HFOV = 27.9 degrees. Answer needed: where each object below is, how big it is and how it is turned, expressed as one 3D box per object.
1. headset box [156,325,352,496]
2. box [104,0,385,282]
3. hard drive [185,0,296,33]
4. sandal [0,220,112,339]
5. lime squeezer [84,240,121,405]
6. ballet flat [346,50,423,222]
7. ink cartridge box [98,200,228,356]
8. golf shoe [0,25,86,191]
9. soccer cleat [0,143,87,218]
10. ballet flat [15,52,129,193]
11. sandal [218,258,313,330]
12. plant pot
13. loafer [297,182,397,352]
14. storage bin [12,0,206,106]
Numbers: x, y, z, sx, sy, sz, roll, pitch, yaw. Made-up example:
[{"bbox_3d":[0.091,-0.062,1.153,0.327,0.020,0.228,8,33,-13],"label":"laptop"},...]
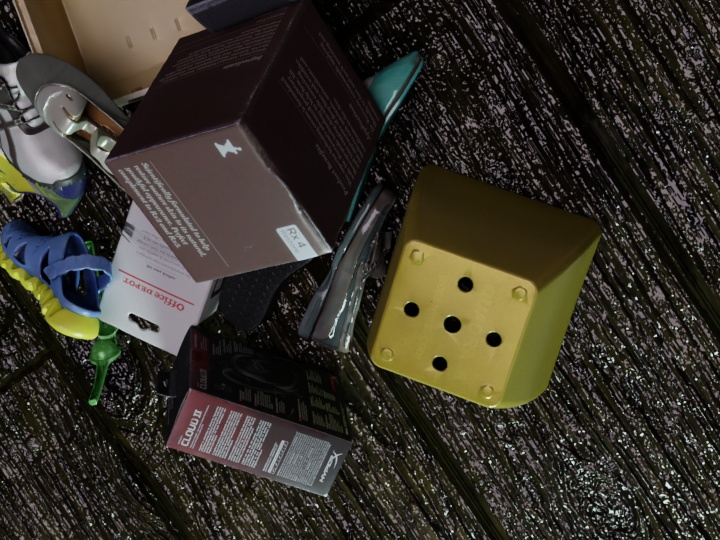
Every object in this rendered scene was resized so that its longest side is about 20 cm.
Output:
[{"bbox_3d":[-0.118,0.143,1.526,0.200,0.149,0.077,19,110,-15],"label":"headset box"},{"bbox_3d":[-0.104,-0.125,1.381,0.164,0.200,0.166,-11,128,32],"label":"box"},{"bbox_3d":[-0.088,-0.295,1.418,0.135,0.200,0.042,-18,114,18],"label":"hard drive"},{"bbox_3d":[-0.330,-0.006,1.590,0.200,0.079,0.087,38,103,38],"label":"sandal"},{"bbox_3d":[-0.287,0.069,1.617,0.038,0.071,0.200,-2,61,-9],"label":"lime squeezer"},{"bbox_3d":[-0.005,-0.145,1.496,0.070,0.067,0.200,26,111,0],"label":"ballet flat"},{"bbox_3d":[-0.200,-0.021,1.583,0.116,0.068,0.200,25,109,8],"label":"ink cartridge box"},{"bbox_3d":[-0.361,-0.176,1.543,0.078,0.095,0.200,-31,76,-20],"label":"golf shoe"},{"bbox_3d":[-0.401,-0.120,1.615,0.200,0.065,0.084,23,111,8],"label":"soccer cleat"},{"bbox_3d":[-0.275,-0.147,1.483,0.200,0.064,0.067,39,117,-9],"label":"ballet flat"},{"bbox_3d":[-0.091,-0.017,1.564,0.075,0.048,0.200,43,127,5],"label":"sandal"},{"bbox_3d":[0.108,0.030,1.454,0.200,0.176,0.200,20,108,10],"label":"plant pot"},{"bbox_3d":[0.000,0.000,1.536,0.063,0.072,0.200,29,119,2],"label":"loafer"},{"bbox_3d":[-0.246,-0.279,1.516,0.200,0.094,0.199,-16,99,18],"label":"storage bin"}]
